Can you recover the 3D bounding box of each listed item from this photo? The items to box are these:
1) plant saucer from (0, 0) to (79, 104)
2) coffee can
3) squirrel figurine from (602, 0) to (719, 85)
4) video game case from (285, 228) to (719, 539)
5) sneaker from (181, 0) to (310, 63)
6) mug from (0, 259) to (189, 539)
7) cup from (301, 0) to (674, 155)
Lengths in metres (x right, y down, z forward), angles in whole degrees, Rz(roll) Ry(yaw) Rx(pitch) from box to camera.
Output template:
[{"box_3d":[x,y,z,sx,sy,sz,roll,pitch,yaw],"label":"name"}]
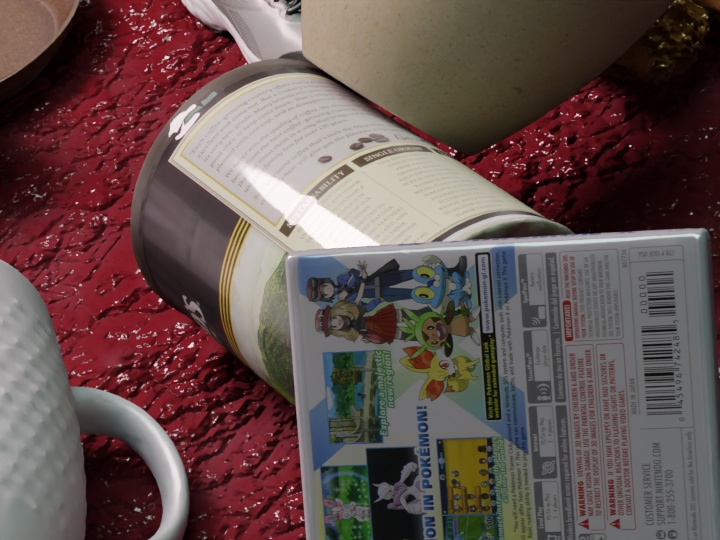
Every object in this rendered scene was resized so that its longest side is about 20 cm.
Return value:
[{"box_3d":[-0.272,-0.148,1.426,0.200,0.037,0.201,-9,40,8],"label":"plant saucer"},{"box_3d":[0.000,0.000,1.070,0.146,0.147,0.200,-34,42,-20],"label":"coffee can"},{"box_3d":[0.191,-0.166,1.237,0.200,0.142,0.187,-37,52,-3],"label":"squirrel figurine"},{"box_3d":[0.063,0.087,0.930,0.182,0.201,0.022,-3,5,16],"label":"video game case"},{"box_3d":[-0.056,-0.174,1.348,0.074,0.080,0.200,-32,43,-21],"label":"sneaker"},{"box_3d":[-0.177,0.100,1.036,0.199,0.148,0.176,3,42,-25],"label":"mug"},{"box_3d":[0.050,-0.143,1.101,0.200,0.200,0.144,36,98,44],"label":"cup"}]
